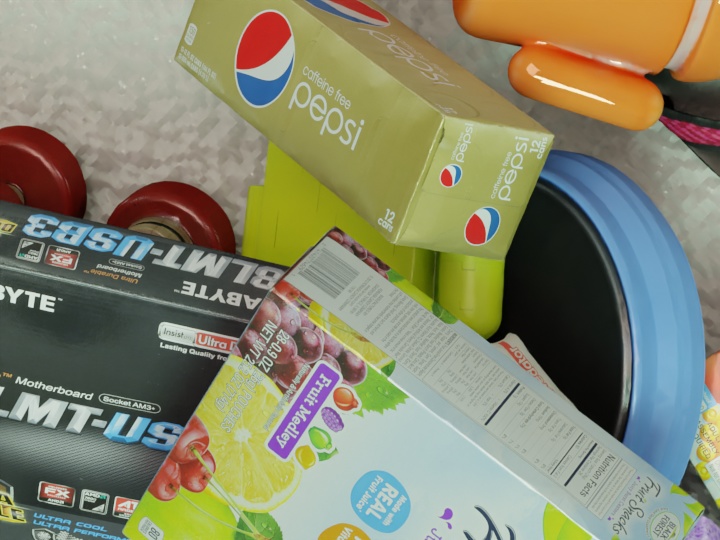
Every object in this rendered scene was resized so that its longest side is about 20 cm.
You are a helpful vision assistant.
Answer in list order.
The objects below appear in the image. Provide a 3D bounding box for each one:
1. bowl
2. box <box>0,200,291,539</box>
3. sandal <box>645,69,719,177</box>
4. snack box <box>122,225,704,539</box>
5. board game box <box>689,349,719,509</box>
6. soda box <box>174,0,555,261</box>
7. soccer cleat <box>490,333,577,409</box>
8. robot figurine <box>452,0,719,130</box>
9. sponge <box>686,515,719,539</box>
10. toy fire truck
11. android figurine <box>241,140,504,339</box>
[{"bbox_3d":[0.076,0.043,1.387,0.201,0.039,0.201,-2,87,51],"label":"bowl"},{"bbox_3d":[-0.126,0.063,1.386,0.200,0.199,0.050,13,45,-2],"label":"box"},{"bbox_3d":[0.168,-0.092,1.436,0.200,0.045,0.075,31,91,12],"label":"sandal"},{"bbox_3d":[0.019,0.107,1.278,0.200,0.068,0.169,36,129,5],"label":"snack box"},{"bbox_3d":[0.249,0.049,1.378,0.200,0.105,0.103,-32,81,8],"label":"board game box"},{"bbox_3d":[-0.002,-0.079,1.350,0.200,0.068,0.064,40,115,47],"label":"soda box"},{"bbox_3d":[0.023,0.095,1.356,0.200,0.069,0.085,-31,86,42],"label":"soccer cleat"},{"bbox_3d":[0.117,-0.153,1.370,0.200,0.144,0.117,12,132,-7],"label":"robot figurine"},{"bbox_3d":[0.092,0.174,1.381,0.200,0.112,0.030,-18,49,22],"label":"sponge"},{"bbox_3d":[-0.157,0.035,1.473,0.200,0.112,0.168,21,116,11],"label":"toy fire truck"},{"bbox_3d":[0.000,0.000,1.419,0.182,0.041,0.200,1,86,50],"label":"android figurine"}]
